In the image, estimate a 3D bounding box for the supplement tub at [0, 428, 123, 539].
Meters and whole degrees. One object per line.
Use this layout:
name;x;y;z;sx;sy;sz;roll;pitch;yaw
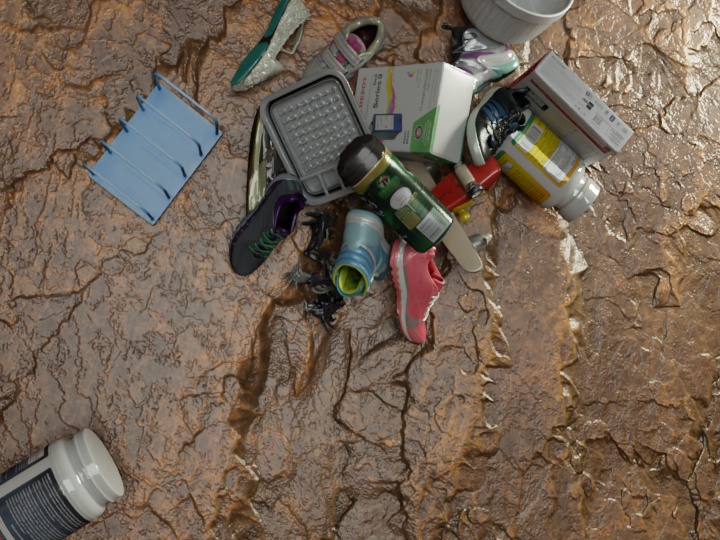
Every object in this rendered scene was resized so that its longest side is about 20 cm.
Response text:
supplement tub;-0.491;0.356;1.289;0.198;0.140;0.142;-31;92;-9

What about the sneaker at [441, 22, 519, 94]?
sneaker;0.175;-0.378;1.469;0.199;0.078;0.141;-32;91;-19

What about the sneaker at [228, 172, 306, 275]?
sneaker;-0.156;-0.063;1.355;0.074;0.088;0.201;19;114;-30

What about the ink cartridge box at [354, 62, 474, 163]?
ink cartridge box;0.080;-0.262;1.372;0.087;0.198;0.148;9;92;-43

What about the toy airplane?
toy airplane;0.144;-0.109;1.430;0.197;0.141;0.203;12;95;29

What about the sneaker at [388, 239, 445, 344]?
sneaker;0.103;0.042;1.395;0.085;0.074;0.203;-2;120;17

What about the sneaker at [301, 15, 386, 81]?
sneaker;-0.029;-0.376;1.424;0.081;0.088;0.201;41;82;-5

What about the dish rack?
dish rack;-0.059;-0.222;1.359;0.170;0.044;0.202;-17;110;26

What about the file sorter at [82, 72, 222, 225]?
file sorter;-0.342;-0.202;1.349;0.138;0.123;0.201;37;83;-5

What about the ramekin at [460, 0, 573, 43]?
ramekin;0.267;-0.499;1.443;0.197;0.105;0.203;9;65;-20

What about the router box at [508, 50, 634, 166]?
router box;0.355;-0.274;1.436;0.200;0.179;0.049;43;82;-5

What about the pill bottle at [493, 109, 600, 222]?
pill bottle;0.328;-0.184;1.461;0.199;0.113;0.113;41;82;-5

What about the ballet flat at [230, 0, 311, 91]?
ballet flat;-0.148;-0.385;1.419;0.071;0.072;0.202;31;83;-6

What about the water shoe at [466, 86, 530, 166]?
water shoe;0.231;-0.249;1.353;0.072;0.078;0.201;64;36;-35

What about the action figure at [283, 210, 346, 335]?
action figure;-0.078;0.008;1.390;0.100;0.119;0.203;1;78;-19

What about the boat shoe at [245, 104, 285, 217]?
boat shoe;-0.161;-0.181;1.408;0.064;0.073;0.203;5;96;-14

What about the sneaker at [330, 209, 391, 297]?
sneaker;0.000;0.000;1.355;0.078;0.200;0.132;9;67;18

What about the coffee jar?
coffee jar;0.051;-0.124;1.292;0.085;0.104;0.200;-45;106;7
